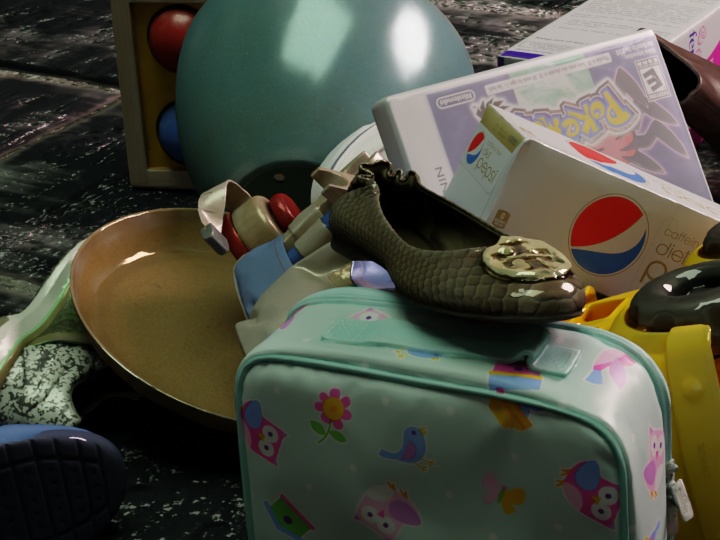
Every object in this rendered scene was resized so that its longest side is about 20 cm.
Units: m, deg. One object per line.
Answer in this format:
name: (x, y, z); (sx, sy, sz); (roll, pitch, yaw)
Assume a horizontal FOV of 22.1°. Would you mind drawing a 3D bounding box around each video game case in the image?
video game case: (0.120, -0.033, 1.063); (0.199, 0.183, 0.023); (-17, -3, -30)

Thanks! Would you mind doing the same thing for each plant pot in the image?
plant pot: (-0.029, -0.076, 1.175); (0.198, 0.201, 0.135); (0, 42, 8)
plant pot: (-0.070, 0.032, 1.049); (0.199, 0.028, 0.201); (15, 33, -10)

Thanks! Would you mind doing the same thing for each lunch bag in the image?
lunch bag: (0.045, 0.091, 0.812); (0.199, 0.161, 0.077); (8, 27, 25)

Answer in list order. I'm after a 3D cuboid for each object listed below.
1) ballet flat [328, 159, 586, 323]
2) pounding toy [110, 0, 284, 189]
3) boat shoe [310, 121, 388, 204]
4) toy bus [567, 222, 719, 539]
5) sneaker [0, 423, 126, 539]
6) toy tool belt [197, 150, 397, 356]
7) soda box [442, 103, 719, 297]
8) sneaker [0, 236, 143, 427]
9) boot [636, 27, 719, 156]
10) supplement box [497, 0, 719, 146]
ballet flat: (0.038, -0.015, 0.823); (0.067, 0.047, 0.200); (2, 11, -23)
pounding toy: (-0.073, -0.152, 1.326); (0.198, 0.185, 0.142); (3, 25, 14)
boat shoe: (0.059, -0.077, 1.093); (0.199, 0.074, 0.065); (-31, 2, -30)
toy bus: (0.141, 0.060, 0.931); (0.191, 0.137, 0.200); (-8, 17, 32)
sneaker: (-0.216, 0.110, 0.913); (0.199, 0.074, 0.082); (-10, 23, -17)
toy tool belt: (0.000, 0.000, 0.982); (0.123, 0.125, 0.200); (-36, 37, 9)
soda box: (0.148, -0.020, 1.012); (0.199, 0.064, 0.068); (21, 14, -21)
sneaker: (-0.153, 0.049, 1.062); (0.088, 0.077, 0.200); (22, 35, 13)
boot: (0.248, -0.123, 1.261); (0.166, 0.072, 0.200); (33, 18, -27)
supplement box: (0.190, -0.134, 1.351); (0.103, 0.102, 0.200); (11, 29, 29)
